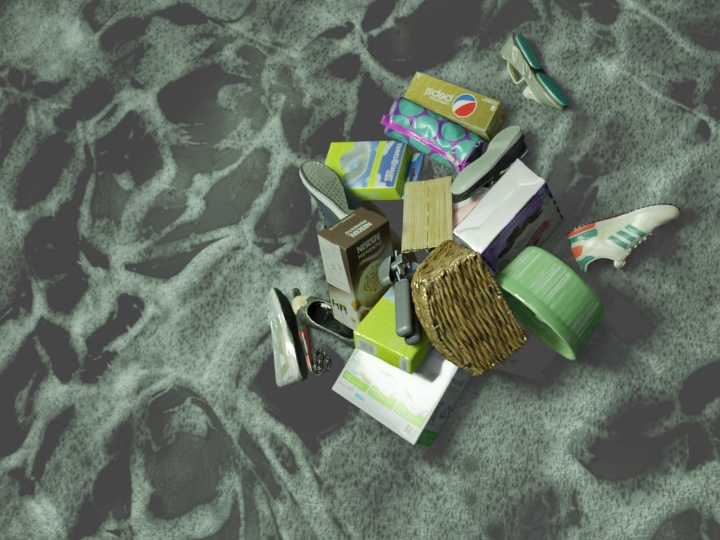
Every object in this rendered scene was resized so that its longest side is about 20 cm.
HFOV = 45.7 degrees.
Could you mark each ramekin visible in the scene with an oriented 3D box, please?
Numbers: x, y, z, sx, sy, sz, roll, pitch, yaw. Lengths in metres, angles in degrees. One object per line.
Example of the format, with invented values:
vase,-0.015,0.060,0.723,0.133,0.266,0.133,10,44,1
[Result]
ramekin,0.325,0.051,1.470,0.098,0.200,0.200,-47,62,-3

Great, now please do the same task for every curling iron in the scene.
curling iron,-0.106,0.124,1.735,0.049,0.026,0.201,-19,62,-5

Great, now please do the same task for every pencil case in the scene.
pencil case,0.144,-0.261,1.675,0.199,0.092,0.086,31,128,16

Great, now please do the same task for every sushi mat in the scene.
sushi mat,0.126,-0.107,1.608,0.095,0.012,0.201,-5,44,10

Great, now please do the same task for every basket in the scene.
basket,0.167,0.069,1.473,0.142,0.149,0.201,-34,106,-6

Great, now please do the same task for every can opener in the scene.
can opener,0.068,0.049,1.504,0.066,0.053,0.201,-26,40,25

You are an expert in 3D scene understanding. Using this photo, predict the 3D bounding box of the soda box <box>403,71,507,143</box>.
soda box,0.187,-0.326,1.710,0.199,0.064,0.068,27,86,28

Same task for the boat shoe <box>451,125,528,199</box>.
boat shoe,0.249,-0.191,1.604,0.200,0.061,0.075,-43,26,-20

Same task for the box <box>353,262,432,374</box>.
box,0.091,0.082,1.535,0.121,0.048,0.200,24,52,25

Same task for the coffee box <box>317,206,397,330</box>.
coffee box,0.000,0.000,1.603,0.114,0.201,0.079,-35,44,-28

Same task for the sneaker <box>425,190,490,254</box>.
sneaker,0.206,-0.080,1.616,0.198,0.075,0.106,-14,55,28

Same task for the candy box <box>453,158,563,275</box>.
candy box,0.269,-0.082,1.526,0.168,0.200,0.072,-48,63,4

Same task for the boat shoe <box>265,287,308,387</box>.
boat shoe,-0.161,0.133,1.729,0.064,0.074,0.204,-20,75,12

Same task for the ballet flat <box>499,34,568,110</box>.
ballet flat,0.336,-0.373,1.668,0.064,0.067,0.201,-46,58,37

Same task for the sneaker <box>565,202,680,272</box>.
sneaker,0.471,-0.055,1.514,0.198,0.070,0.094,-16,87,17

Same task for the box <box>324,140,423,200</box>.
box,0.020,-0.203,1.745,0.198,0.048,0.123,1,60,25

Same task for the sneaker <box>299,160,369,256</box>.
sneaker,-0.066,-0.111,1.712,0.076,0.147,0.203,-24,62,-33

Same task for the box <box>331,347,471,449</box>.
box,0.079,0.200,1.588,0.199,0.097,0.178,29,87,28

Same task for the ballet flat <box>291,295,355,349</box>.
ballet flat,-0.055,0.095,1.695,0.199,0.057,0.067,26,69,26

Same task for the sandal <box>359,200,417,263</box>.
sandal,0.043,-0.042,1.704,0.213,0.077,0.070,59,134,33
